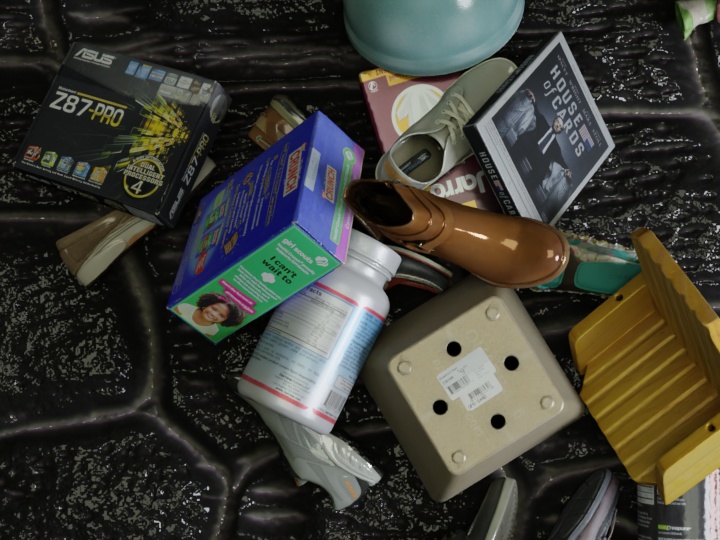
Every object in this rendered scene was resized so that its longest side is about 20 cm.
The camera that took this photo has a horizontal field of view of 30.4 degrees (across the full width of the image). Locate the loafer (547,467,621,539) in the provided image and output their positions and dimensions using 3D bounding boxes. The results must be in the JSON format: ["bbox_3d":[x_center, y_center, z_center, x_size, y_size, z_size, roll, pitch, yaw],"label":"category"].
[{"bbox_3d":[0.233,0.309,1.423,0.063,0.072,0.200,36,70,-7],"label":"loafer"}]

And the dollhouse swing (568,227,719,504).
[{"bbox_3d":[0.286,0.091,1.331,0.182,0.176,0.200,-40,50,14],"label":"dollhouse swing"}]

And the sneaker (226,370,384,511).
[{"bbox_3d":[-0.071,0.183,1.447,0.200,0.074,0.079,40,93,3],"label":"sneaker"}]

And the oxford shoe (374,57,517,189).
[{"bbox_3d":[0.098,-0.149,1.379,0.200,0.058,0.075,-42,87,-13],"label":"oxford shoe"}]

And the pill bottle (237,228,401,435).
[{"bbox_3d":[-0.037,0.059,1.366,0.108,0.109,0.201,27,83,3],"label":"pill bottle"}]

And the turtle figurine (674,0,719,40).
[{"bbox_3d":[0.446,-0.291,1.427,0.193,0.144,0.201,-9,83,5],"label":"turtle figurine"}]

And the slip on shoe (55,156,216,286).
[{"bbox_3d":[-0.249,-0.067,1.467,0.200,0.076,0.061,-40,93,6],"label":"slip on shoe"}]

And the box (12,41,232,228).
[{"bbox_3d":[-0.259,-0.150,1.441,0.199,0.049,0.162,19,76,23],"label":"box"}]

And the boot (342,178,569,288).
[{"bbox_3d":[0.092,-0.044,1.293,0.199,0.155,0.077,23,90,33],"label":"boot"}]

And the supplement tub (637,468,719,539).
[{"bbox_3d":[0.349,0.240,1.414,0.106,0.107,0.201,1,87,2],"label":"supplement tub"}]

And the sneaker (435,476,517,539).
[{"bbox_3d":[0.093,0.303,1.434,0.106,0.075,0.201,19,73,23],"label":"sneaker"}]

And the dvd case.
[{"bbox_3d":[0.192,-0.140,1.398,0.200,0.025,0.151,-48,117,-38],"label":"dvd case"}]

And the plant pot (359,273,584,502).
[{"bbox_3d":[0.116,0.120,1.393,0.199,0.177,0.201,-31,87,-1],"label":"plant pot"}]

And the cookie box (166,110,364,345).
[{"bbox_3d":[-0.096,-0.043,1.369,0.075,0.172,0.200,37,130,-26],"label":"cookie box"}]

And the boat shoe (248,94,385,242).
[{"bbox_3d":[-0.045,-0.104,1.468,0.074,0.076,0.200,-43,80,6],"label":"boat shoe"}]

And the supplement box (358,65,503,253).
[{"bbox_3d":[0.077,-0.130,1.454,0.110,0.086,0.201,-17,86,0],"label":"supplement box"}]

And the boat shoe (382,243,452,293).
[{"bbox_3d":[0.000,0.000,1.453,0.199,0.071,0.063,14,76,7],"label":"boat shoe"}]

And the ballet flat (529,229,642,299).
[{"bbox_3d":[0.220,-0.011,1.438,0.199,0.064,0.076,16,102,-14],"label":"ballet flat"}]

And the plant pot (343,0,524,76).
[{"bbox_3d":[0.070,-0.326,1.401,0.199,0.134,0.201,-5,55,8],"label":"plant pot"}]
